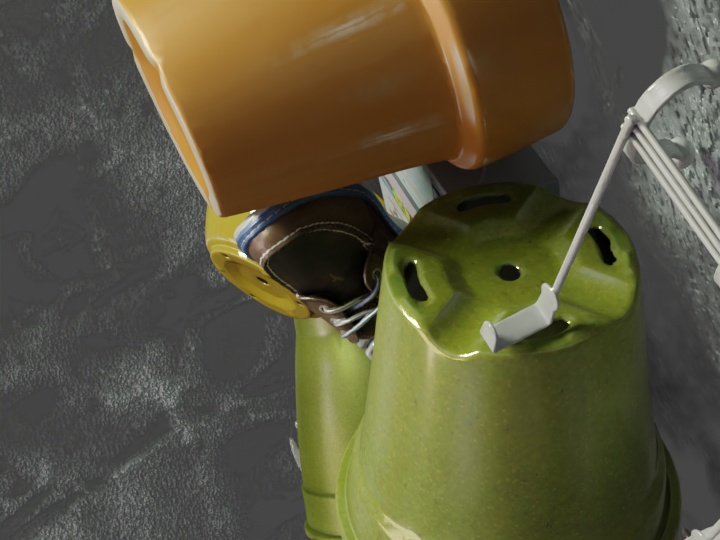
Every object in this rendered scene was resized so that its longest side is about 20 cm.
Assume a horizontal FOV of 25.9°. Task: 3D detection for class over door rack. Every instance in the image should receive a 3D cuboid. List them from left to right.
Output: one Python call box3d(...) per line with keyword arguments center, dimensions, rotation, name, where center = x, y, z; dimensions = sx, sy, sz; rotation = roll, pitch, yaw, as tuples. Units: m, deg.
box3d(center=(0.138, 0.027, 0.647), dimensions=(0.148, 0.066, 0.200), rotation=(60, 151, 21), name="over door rack")

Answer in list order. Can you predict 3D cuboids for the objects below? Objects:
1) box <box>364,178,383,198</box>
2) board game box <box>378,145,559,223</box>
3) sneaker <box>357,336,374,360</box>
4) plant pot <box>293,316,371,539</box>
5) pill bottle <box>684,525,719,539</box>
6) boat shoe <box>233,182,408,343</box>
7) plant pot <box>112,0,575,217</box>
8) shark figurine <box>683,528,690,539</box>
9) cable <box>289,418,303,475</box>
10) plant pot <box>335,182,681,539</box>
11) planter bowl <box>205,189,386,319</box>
box3d(center=(-0.012, -0.075, 1.180), dimensions=(0.039, 0.042, 0.200), rotation=(17, 158, 37), name="box")
box3d(center=(0.067, -0.033, 0.986), dimensions=(0.148, 0.064, 0.200), rotation=(59, 170, 34), name="board game box")
box3d(center=(0.055, 0.048, 1.155), dimensions=(0.200, 0.078, 0.091), rotation=(44, -171, -13), name="sneaker")
box3d(center=(0.027, 0.103, 1.320), dimensions=(0.200, 0.199, 0.194), rotation=(-159, 55, -78), name="plant pot")
box3d(center=(0.209, 0.226, 0.730), dimensions=(0.201, 0.114, 0.114), rotation=(65, 172, -15), name="pill bottle")
box3d(center=(0.000, 0.000, 0.914), dimensions=(0.073, 0.072, 0.200), rotation=(61, -160, 21), name="boat shoe")
box3d(center=(-0.019, -0.122, 0.803), dimensions=(0.201, 0.183, 0.200), rotation=(60, 172, 15), name="plant pot")
box3d(center=(0.173, 0.219, 0.996), dimensions=(0.129, 0.089, 0.214), rotation=(66, 170, -15), name="shark figurine")
box3d(center=(0.010, 0.249, 1.950), dimensions=(0.200, 0.069, 0.201), rotation=(-27, -83, -58), name="cable")
box3d(center=(0.080, 0.062, 0.845), dimensions=(0.185, 0.199, 0.201), rotation=(86, 158, -43), name="plant pot")
box3d(center=(-0.056, -0.021, 1.195), dimensions=(0.200, 0.084, 0.201), rotation=(30, 163, 10), name="planter bowl")
